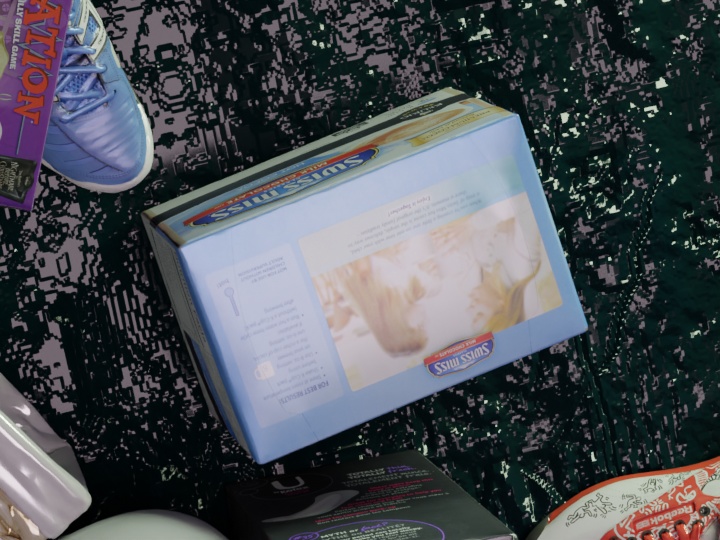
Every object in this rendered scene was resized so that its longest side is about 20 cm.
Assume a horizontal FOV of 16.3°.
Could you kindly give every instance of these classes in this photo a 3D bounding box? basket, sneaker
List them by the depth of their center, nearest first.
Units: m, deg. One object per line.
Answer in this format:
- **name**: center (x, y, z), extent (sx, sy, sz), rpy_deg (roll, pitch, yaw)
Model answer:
- **basket**: center (-0.256, 0.082, 1.331), extent (0.123, 0.136, 0.200), rpy_deg (-44, 105, -1)
- **sneaker**: center (-0.176, -0.124, 1.346), extent (0.076, 0.077, 0.200), rpy_deg (-35, 107, -8)
- **sneaker**: center (0.193, 0.156, 1.467), extent (0.201, 0.108, 0.067), rpy_deg (-19, 103, -10)

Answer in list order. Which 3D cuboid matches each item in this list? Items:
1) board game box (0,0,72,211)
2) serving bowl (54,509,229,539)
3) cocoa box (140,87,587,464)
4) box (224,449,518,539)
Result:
- **board game box**: center (-0.204, -0.138, 1.265), extent (0.120, 0.032, 0.200), rpy_deg (10, 90, -36)
- **serving bowl**: center (-0.159, 0.192, 1.361), extent (0.200, 0.200, 0.066), rpy_deg (-37, 73, -6)
- **cocoa box**: center (0.000, 0.000, 1.381), extent (0.200, 0.131, 0.134), rpy_deg (-22, 104, -9)
- **box**: center (0.007, 0.178, 1.376), extent (0.122, 0.200, 0.106), rpy_deg (-9, 101, -12)
